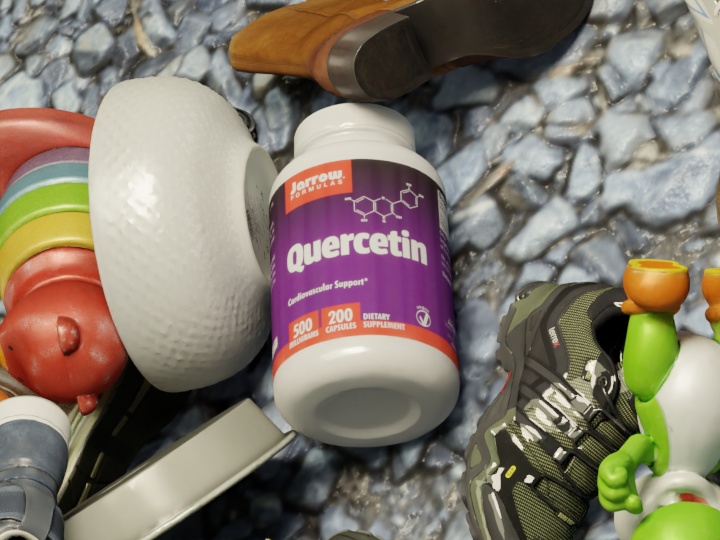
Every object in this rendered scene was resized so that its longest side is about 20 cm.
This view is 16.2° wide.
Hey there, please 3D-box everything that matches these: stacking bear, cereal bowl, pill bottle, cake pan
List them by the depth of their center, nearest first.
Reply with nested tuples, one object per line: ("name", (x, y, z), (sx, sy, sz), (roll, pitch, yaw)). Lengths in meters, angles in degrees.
("cake pan", (-0.131, 0.139, 1.532), (0.200, 0.200, 0.037), (-33, 90, 19))
("pill bottle", (0.000, 0.000, 1.551), (0.112, 0.112, 0.200), (-22, 54, 27))
("cereal bowl", (-0.096, -0.027, 1.596), (0.083, 0.200, 0.200), (-8, 59, 15))
("stacking bear", (-0.187, 0.002, 1.606), (0.114, 0.122, 0.200), (-5, 41, -2))

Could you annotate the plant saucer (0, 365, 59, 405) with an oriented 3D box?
("plant saucer", (-0.270, 0.145, 1.678), (0.200, 0.032, 0.201), (-2, 67, 6))

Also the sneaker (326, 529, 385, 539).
("sneaker", (0.024, 0.219, 1.420), (0.079, 0.075, 0.200), (-37, 44, -11))

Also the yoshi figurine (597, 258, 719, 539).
("yoshi figurine", (0.177, 0.098, 1.334), (0.112, 0.112, 0.200), (8, 97, 32))

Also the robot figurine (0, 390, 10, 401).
("robot figurine", (-0.293, 0.103, 1.607), (0.200, 0.117, 0.144), (30, 69, 33))

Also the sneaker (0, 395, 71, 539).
("sneaker", (-0.233, 0.185, 1.442), (0.202, 0.077, 0.146), (-52, 27, 29))

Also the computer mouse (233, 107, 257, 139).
("computer mouse", (-0.167, -0.040, 1.750), (0.138, 0.053, 0.200), (18, 77, 42))

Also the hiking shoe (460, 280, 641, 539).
("hiking shoe", (0.121, 0.090, 1.427), (0.101, 0.076, 0.200), (-11, 58, 38))

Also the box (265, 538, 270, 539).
("box", (-0.039, 0.262, 1.373), (0.160, 0.049, 0.200), (17, 78, 53))

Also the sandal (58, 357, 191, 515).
("sandal", (-0.171, 0.094, 1.640), (0.057, 0.080, 0.201), (22, 71, 33))

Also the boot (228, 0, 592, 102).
("boot", (0.032, -0.160, 1.650), (0.188, 0.069, 0.200), (-31, 19, -17))

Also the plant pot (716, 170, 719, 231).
("plant pot", (0.289, -0.012, 1.267), (0.200, 0.198, 0.201), (-19, 54, 29))

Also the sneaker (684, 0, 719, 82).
("sneaker", (0.212, -0.178, 1.505), (0.075, 0.087, 0.200), (-35, 49, 15))
